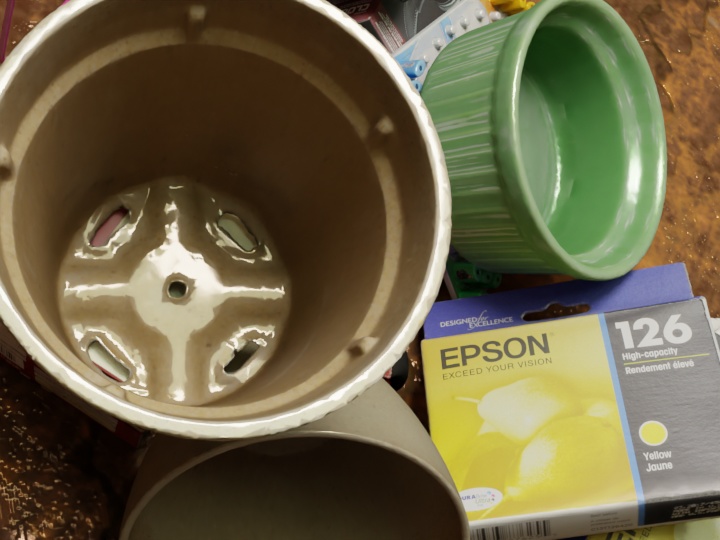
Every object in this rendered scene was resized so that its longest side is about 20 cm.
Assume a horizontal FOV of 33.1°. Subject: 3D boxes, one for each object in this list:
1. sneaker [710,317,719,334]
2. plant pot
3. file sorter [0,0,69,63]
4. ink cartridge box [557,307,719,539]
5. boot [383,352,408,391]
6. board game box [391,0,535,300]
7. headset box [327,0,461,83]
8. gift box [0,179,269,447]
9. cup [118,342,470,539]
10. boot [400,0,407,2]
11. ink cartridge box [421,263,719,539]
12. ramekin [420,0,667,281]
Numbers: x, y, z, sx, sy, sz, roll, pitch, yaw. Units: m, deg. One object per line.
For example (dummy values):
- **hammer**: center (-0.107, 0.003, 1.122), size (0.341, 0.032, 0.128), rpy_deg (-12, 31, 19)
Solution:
- **sneaker**: center (0.216, 0.088, 0.922), size (0.199, 0.078, 0.100), rpy_deg (0, 65, -23)
- **plant pot**: center (-0.078, -0.010, 0.575), size (0.199, 0.184, 0.202), rpy_deg (4, 74, -13)
- **file sorter**: center (-0.217, -0.214, 0.868), size (0.199, 0.139, 0.126), rpy_deg (34, 57, -2)
- **ink cartridge box**: center (0.221, 0.134, 0.835), size (0.199, 0.047, 0.198), rpy_deg (32, 65, -2)
- **boot**: center (0.000, 0.000, 0.811), size (0.072, 0.200, 0.145), rpy_deg (-2, 58, 14)
- **board game box**: center (0.103, -0.104, 0.937), size (0.200, 0.026, 0.201), rpy_deg (-43, 120, -40)
- **headset box**: center (0.040, -0.181, 0.956), size (0.149, 0.077, 0.201), rpy_deg (55, 44, -33)
- **gift box**: center (-0.155, -0.021, 0.759), size (0.184, 0.200, 0.187), rpy_deg (36, 69, -6)
- **cup**: center (-0.044, 0.121, 0.734), size (0.199, 0.201, 0.144), rpy_deg (13, 34, -17)
- **boot**: center (-0.025, -0.206, 0.838), size (0.131, 0.070, 0.201), rpy_deg (19, 92, 13)
- **ink cartridge box**: center (0.142, 0.078, 0.810), size (0.196, 0.047, 0.201), rpy_deg (-10, 54, 6)
- **ramekin**: center (0.128, -0.090, 0.867), size (0.199, 0.097, 0.202), rpy_deg (6, 81, -47)
